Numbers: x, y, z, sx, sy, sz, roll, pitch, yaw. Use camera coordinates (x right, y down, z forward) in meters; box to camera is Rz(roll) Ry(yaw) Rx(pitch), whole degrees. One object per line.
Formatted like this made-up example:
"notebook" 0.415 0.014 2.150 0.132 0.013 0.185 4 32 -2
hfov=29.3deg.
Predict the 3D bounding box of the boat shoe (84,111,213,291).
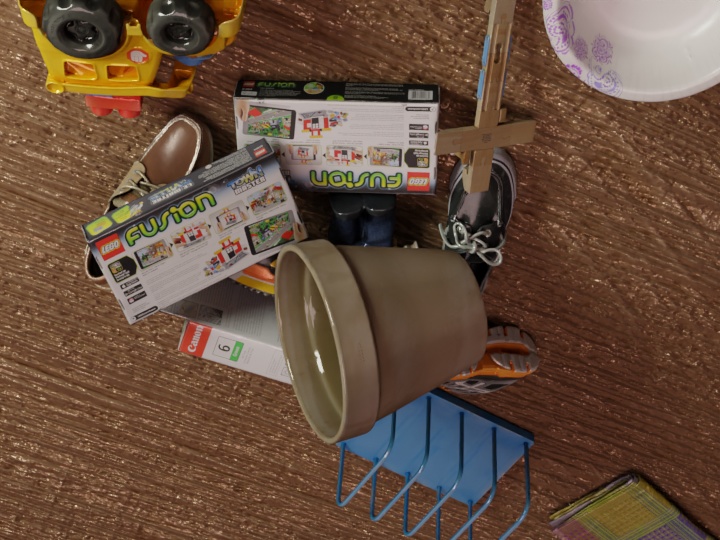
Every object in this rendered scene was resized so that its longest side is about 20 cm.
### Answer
"boat shoe" -0.212 -0.066 1.379 0.075 0.072 0.201 29 96 10

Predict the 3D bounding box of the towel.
"towel" 0.350 0.335 1.740 0.200 0.023 0.143 38 122 -25

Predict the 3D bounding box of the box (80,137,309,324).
"box" -0.159 -0.038 1.350 0.199 0.035 0.111 -26 126 -7

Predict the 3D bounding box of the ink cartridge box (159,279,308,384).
"ink cartridge box" -0.151 0.045 1.485 0.198 0.109 0.051 17 129 -9

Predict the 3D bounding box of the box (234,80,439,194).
"box" -0.023 -0.131 1.369 0.198 0.035 0.111 2 130 3

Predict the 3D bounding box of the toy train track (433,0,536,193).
"toy train track" 0.119 -0.173 1.324 0.114 0.033 0.201 -10 122 -27

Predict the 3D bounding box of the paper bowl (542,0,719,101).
"paper bowl" 0.258 -0.257 1.208 0.199 0.105 0.202 2 130 2

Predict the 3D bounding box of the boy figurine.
"boy figurine" 0.000 0.000 1.466 0.123 0.065 0.201 -4 127 -4

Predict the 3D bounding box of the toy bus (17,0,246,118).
"toy bus" -0.201 -0.219 1.271 0.198 0.137 0.193 2 143 -1

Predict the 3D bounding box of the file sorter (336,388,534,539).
"file sorter" 0.086 0.237 1.616 0.199 0.123 0.139 26 126 -16

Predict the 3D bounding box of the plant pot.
"plant pot" 0.026 0.054 1.368 0.172 0.200 0.201 -13 132 -17

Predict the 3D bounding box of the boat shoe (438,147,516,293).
"boat shoe" 0.115 -0.034 1.426 0.073 0.068 0.200 13 129 -6

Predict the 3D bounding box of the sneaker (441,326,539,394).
"sneaker" 0.100 0.101 1.513 0.199 0.079 0.077 11 144 -28

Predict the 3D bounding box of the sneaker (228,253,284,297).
"sneaker" -0.151 -0.046 1.450 0.199 0.070 0.091 25 94 1
